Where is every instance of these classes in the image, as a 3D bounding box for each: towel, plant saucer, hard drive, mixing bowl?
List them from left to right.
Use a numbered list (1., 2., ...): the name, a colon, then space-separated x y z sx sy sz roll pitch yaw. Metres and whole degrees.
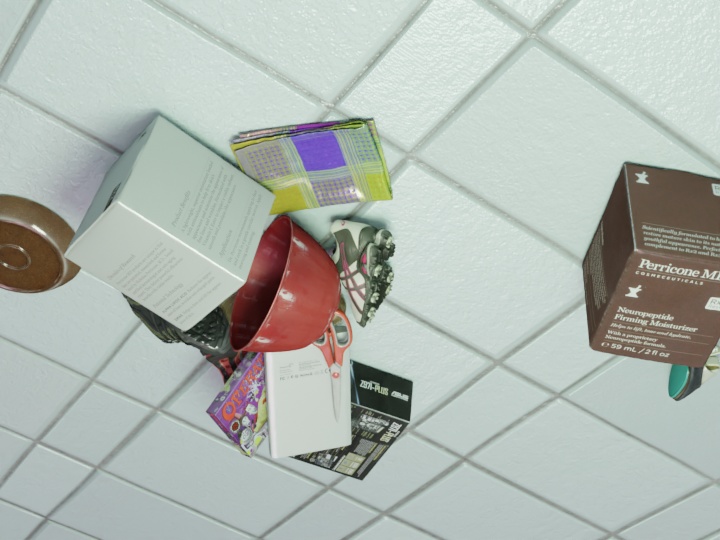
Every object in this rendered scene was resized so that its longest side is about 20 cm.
1. plant saucer: -0.518 -0.030 1.654 0.198 0.035 0.201 4 137 4
2. mixing bowl: -0.096 0.036 1.549 0.108 0.201 0.200 22 135 -20
3. hard drive: -0.080 0.188 1.695 0.131 0.027 0.202 -8 114 -15
4. towel: -0.064 -0.136 1.491 0.198 0.023 0.144 -6 134 13

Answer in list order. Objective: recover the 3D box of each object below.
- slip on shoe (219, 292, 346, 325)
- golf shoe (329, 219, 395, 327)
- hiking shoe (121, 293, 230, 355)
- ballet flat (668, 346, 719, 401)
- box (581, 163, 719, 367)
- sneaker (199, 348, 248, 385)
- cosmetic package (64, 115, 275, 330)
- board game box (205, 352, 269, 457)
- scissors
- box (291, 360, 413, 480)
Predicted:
1. slip on shoe: -0.121 0.062 1.656 0.198 0.061 0.077 1 97 3
2. golf shoe: 0.000 0.000 1.604 0.088 0.077 0.201 25 142 18
3. hiking shoe: -0.272 0.076 1.681 0.199 0.076 0.101 31 153 19
4. ballet flat: 0.513 0.128 1.661 0.072 0.073 0.201 2 134 5
5. box: 0.403 -0.005 1.463 0.164 0.165 0.201 9 137 -2
6. sneaker: -0.200 0.129 1.755 0.073 0.087 0.202 -13 109 19
7. cosmetic package: -0.252 -0.060 1.474 0.199 0.166 0.165 34 136 -20
8. board game box: -0.148 0.175 1.709 0.032 0.201 0.120 10 146 43
9. scissors: -0.032 0.146 1.659 0.072 0.014 0.201 -15 118 5
10. box: -0.026 0.246 1.839 0.163 0.087 0.200 20 135 -13
